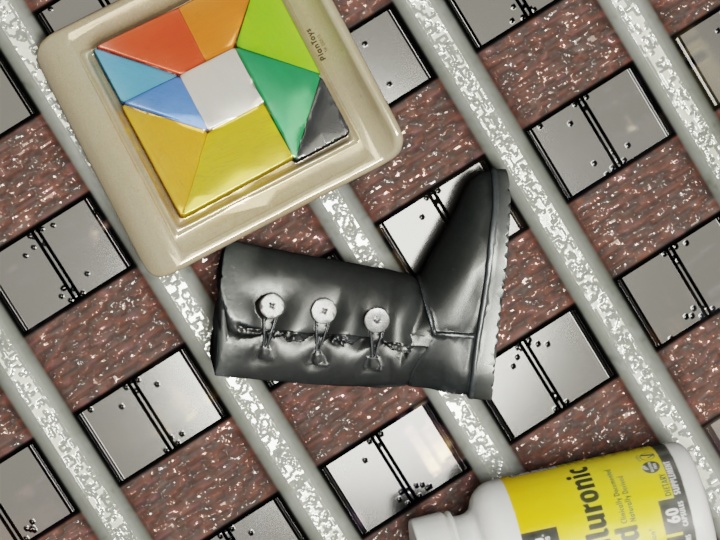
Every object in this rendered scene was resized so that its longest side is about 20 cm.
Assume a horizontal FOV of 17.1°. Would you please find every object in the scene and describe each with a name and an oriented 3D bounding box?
[{"bbox_3d":[-0.097,-0.119,1.639,0.200,0.037,0.185,-28,87,-3],"label":"wooden puzzle"},{"bbox_3d":[0.139,0.192,1.663,0.200,0.111,0.112,-12,95,-5],"label":"pill bottle"},{"bbox_3d":[0.000,0.001,1.664,0.200,0.066,0.165,6,86,1],"label":"boot"}]
